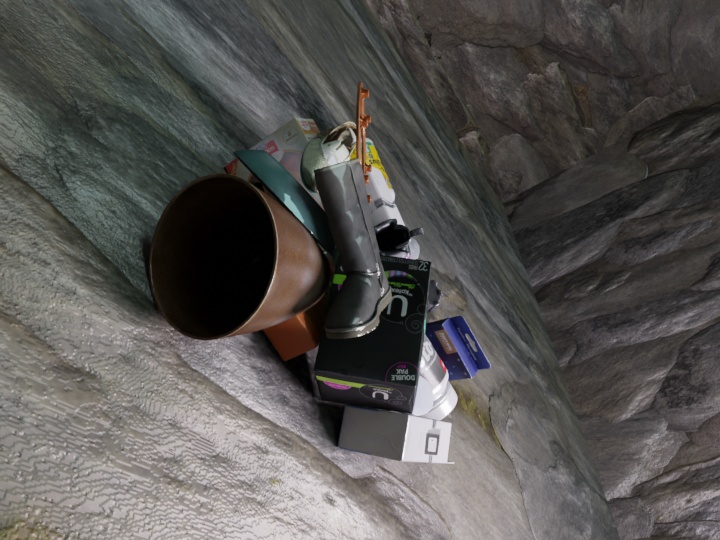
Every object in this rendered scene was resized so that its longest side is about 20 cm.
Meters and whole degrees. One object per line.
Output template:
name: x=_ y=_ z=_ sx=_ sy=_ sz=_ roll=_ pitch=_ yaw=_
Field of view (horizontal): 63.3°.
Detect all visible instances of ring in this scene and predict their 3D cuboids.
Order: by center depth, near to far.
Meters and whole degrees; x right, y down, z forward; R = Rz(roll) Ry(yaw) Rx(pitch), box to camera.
ring: x=0.007 y=-0.199 z=0.943 sx=0.200 sy=0.019 sz=0.203 roll=0 pitch=90 yaw=-87

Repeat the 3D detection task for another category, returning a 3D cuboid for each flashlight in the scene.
flashlight: x=0.116 y=0.080 z=1.183 sx=0.067 sy=0.200 sz=0.069 roll=15 pitch=68 yaw=-5

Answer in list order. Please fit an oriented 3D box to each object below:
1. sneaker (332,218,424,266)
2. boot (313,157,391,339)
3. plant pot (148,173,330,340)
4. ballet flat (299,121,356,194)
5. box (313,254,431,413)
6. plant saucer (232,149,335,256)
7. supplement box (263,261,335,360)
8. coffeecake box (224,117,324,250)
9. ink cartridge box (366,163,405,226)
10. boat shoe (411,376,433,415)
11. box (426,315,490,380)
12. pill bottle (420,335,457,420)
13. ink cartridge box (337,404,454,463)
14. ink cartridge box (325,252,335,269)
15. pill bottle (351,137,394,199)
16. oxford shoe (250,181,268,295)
sneaker: x=0.064 y=-0.043 z=0.977 sx=0.199 sy=0.140 sz=0.078 roll=-16 pitch=79 yaw=-44
boot: x=-0.017 y=-0.034 z=0.744 sx=0.182 sy=0.072 sz=0.202 roll=-55 pitch=138 yaw=-66
plant pot: x=-0.125 y=-0.005 z=0.741 sx=0.200 sy=0.186 sz=0.188 roll=14 pitch=53 yaw=-62
ballet flat: x=-0.041 y=-0.181 z=0.875 sx=0.068 sy=0.062 sz=0.201 roll=54 pitch=25 yaw=-24
box: x=0.023 y=0.092 z=0.877 sx=0.125 sy=0.147 sz=0.202 roll=86 pitch=14 yaw=-60
plant saucer: x=-0.097 y=-0.103 z=0.823 sx=0.200 sy=0.036 sz=0.200 roll=46 pitch=-3 yaw=3
supplement box: x=-0.085 y=0.053 z=0.920 sx=0.067 sy=0.068 sz=0.200 roll=58 pitch=20 yaw=-18
coffeecake box: x=-0.104 y=-0.121 z=0.955 sx=0.201 sy=0.153 sz=0.073 roll=62 pitch=22 yaw=0
ink cartridge box: x=0.006 y=-0.088 z=1.168 sx=0.084 sy=0.145 sz=0.202 roll=4 pitch=62 yaw=-65
boat shoe: x=0.043 y=0.210 z=0.996 sx=0.199 sy=0.066 sz=0.071 roll=13 pitch=75 yaw=-43
box: x=0.151 y=0.161 z=1.154 sx=0.032 sy=0.199 sz=0.122 roll=-36 pitch=99 yaw=-40
pill bottle: x=0.095 y=0.183 z=1.105 sx=0.201 sy=0.113 sz=0.114 roll=57 pitch=23 yaw=-13
ink cartridge box: x=0.068 y=0.264 z=0.935 sx=0.200 sy=0.115 sz=0.067 roll=29 pitch=66 yaw=-54
ink cartridge box: x=0.000 y=0.000 z=1.048 sx=0.116 sy=0.067 sz=0.201 roll=-35 pitch=92 yaw=-47
pill bottle: x=0.012 y=-0.191 z=1.338 sx=0.113 sy=0.112 sz=0.202 roll=4 pitch=62 yaw=-64
oxford shoe: x=-0.157 y=-0.047 z=0.871 sx=0.071 sy=0.071 sz=0.202 roll=24 pitch=46 yaw=-59
